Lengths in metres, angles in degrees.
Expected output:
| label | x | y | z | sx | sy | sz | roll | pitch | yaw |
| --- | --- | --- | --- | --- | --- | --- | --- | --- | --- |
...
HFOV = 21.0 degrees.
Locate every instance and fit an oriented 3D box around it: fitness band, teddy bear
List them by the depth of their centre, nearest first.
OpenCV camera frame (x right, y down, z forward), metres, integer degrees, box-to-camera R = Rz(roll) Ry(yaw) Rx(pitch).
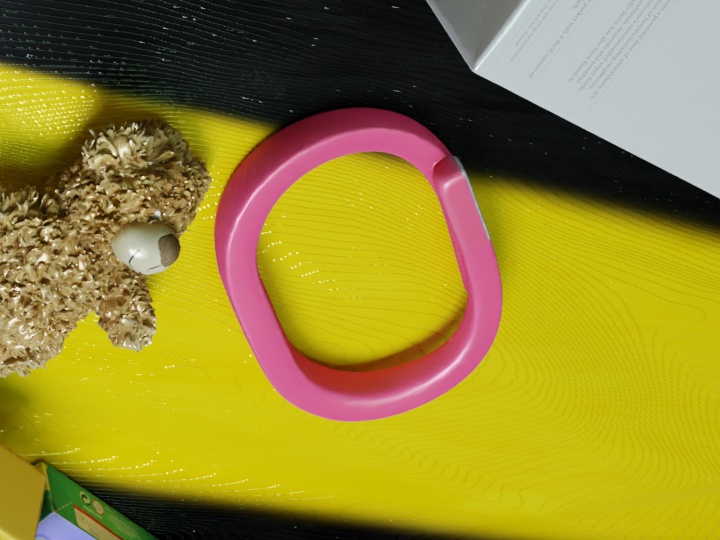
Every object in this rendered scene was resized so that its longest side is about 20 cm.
| label | x | y | z | sx | sy | sz | roll | pitch | yaw |
| --- | --- | --- | --- | --- | --- | --- | --- | --- | --- |
| teddy bear | -0.160 | 0.006 | 0.968 | 0.199 | 0.067 | 0.145 | -22 | 134 | -2 |
| fitness band | 0.000 | 0.000 | 1.049 | 0.143 | 0.038 | 0.201 | -21 | 131 | 0 |

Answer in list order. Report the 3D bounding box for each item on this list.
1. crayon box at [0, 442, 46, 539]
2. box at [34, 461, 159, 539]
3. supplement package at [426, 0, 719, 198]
| label | x | y | z | sx | sy | sz | roll | pitch | yaw |
| --- | --- | --- | --- | --- | --- | --- | --- | --- | --- |
| crayon box | -0.254 | 0.109 | 0.997 | 0.125 | 0.052 | 0.200 | -19 | 136 | 28 |
| box | -0.216 | 0.208 | 1.124 | 0.200 | 0.048 | 0.117 | -38 | 130 | 13 |
| supplement package | 0.139 | -0.134 | 0.934 | 0.199 | 0.120 | 0.121 | 23 | 115 | -34 |
